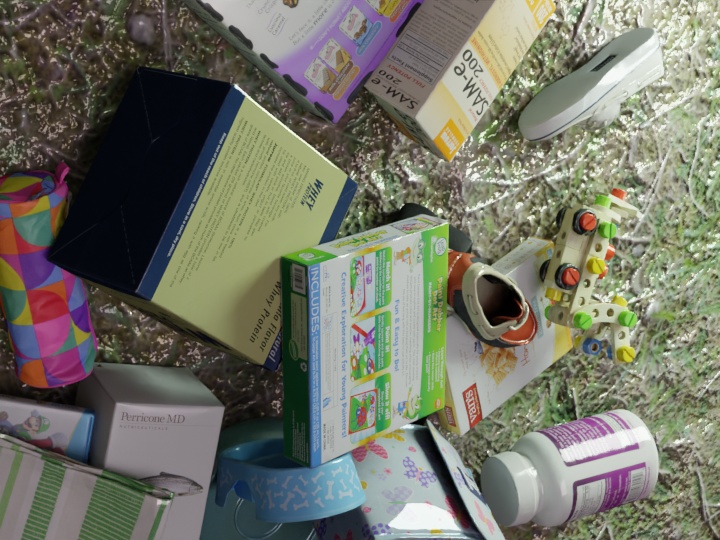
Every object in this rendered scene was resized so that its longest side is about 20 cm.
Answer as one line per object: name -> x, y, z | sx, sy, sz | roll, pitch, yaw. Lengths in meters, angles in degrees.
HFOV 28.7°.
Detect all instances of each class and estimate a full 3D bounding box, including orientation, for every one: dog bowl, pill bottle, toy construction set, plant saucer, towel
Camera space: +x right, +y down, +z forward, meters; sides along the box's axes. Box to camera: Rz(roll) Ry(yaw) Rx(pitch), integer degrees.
dog bowl -> -0.075, 0.204, 1.398 | 0.110, 0.199, 0.050 | -10, 95, -30
pill bottle -> 0.246, 0.239, 1.669 | 0.198, 0.112, 0.114 | -10, 112, -26
toy construction set -> 0.266, -0.005, 1.575 | 0.130, 0.092, 0.203 | 19, 74, -26
plant saucer -> -0.112, 0.258, 1.522 | 0.198, 0.027, 0.203 | -10, 111, -26
towel -> -0.286, 0.243, 1.306 | 0.198, 0.023, 0.154 | 18, 103, -2

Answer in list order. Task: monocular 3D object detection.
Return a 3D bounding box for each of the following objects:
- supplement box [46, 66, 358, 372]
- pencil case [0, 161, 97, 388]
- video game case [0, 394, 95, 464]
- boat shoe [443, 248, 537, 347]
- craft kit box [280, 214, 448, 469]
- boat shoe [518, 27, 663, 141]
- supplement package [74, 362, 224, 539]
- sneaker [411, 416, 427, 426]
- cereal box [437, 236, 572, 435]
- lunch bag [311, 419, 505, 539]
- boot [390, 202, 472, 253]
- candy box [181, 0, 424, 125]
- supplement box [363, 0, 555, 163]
supplement box -> -0.139, -0.046, 1.288 | 0.199, 0.133, 0.202 | 34, 77, -48
pencil case -> -0.294, 0.006, 1.296 | 0.087, 0.088, 0.202 | -16, 116, -24
video game case -> -0.359, 0.184, 1.318 | 0.197, 0.018, 0.145 | 10, 102, -11
boat shoe -> 0.141, 0.036, 1.475 | 0.200, 0.062, 0.072 | 38, 74, -50
craft kit box -> 0.007, 0.064, 1.353 | 0.196, 0.048, 0.203 | -16, 114, -42
boat shoe -> 0.261, -0.189, 1.556 | 0.199, 0.071, 0.070 | -38, 119, -21
supplement package -> -0.221, 0.204, 1.385 | 0.116, 0.117, 0.203 | 5, 104, -28
sneaker -> 0.040, 0.126, 1.546 | 0.103, 0.060, 0.202 | 13, 104, -32
cereal box -> 0.154, 0.072, 1.574 | 0.199, 0.039, 0.145 | -35, 123, -33
lunch bag -> 0.056, 0.250, 1.484 | 0.198, 0.170, 0.128 | 9, 126, -30
boot -> 0.001, 0.001, 1.462 | 0.164, 0.066, 0.200 | 39, 70, 4
candy box -> -0.055, -0.270, 1.342 | 0.200, 0.071, 0.168 | 39, 86, -34
supplement box -> 0.103, -0.226, 1.418 | 0.201, 0.073, 0.126 | -55, 154, -2
